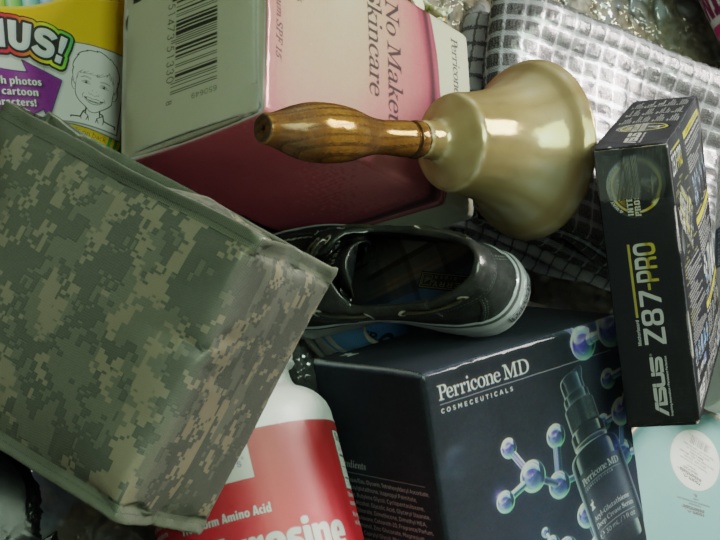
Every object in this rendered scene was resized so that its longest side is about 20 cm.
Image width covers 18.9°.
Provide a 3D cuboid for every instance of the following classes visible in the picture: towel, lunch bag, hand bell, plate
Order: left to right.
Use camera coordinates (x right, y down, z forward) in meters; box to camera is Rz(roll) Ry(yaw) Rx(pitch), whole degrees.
[{"bbox_3d":[-0.142,0.021,1.128,0.164,0.200,0.118,-63,156,2],"label":"lunch bag"},{"bbox_3d":[0.023,-0.073,1.184,0.200,0.104,0.105,2,71,-41],"label":"hand bell"},{"bbox_3d":[0.154,-0.078,1.425,0.199,0.086,0.166,18,64,-26],"label":"towel"},{"bbox_3d":[0.213,0.155,1.410,0.200,0.026,0.201,11,67,-27],"label":"plate"}]

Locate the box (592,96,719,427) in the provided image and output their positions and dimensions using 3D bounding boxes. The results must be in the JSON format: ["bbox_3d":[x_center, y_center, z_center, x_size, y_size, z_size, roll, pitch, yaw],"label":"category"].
[{"bbox_3d":[0.180,-0.010,1.280,0.200,0.049,0.162,-44,129,-72],"label":"box"}]

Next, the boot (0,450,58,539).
[{"bbox_3d":[-0.253,0.131,1.095,0.168,0.076,0.201,-36,100,-32],"label":"boot"}]

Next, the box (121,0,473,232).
[{"bbox_3d":[-0.034,-0.102,1.262,0.200,0.109,0.128,23,58,-48],"label":"box"}]

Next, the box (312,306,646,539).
[{"bbox_3d":[0.074,0.133,1.245,0.148,0.107,0.201,-15,101,-35],"label":"box"}]

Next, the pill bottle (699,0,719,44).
[{"bbox_3d":[0.298,-0.207,1.546,0.113,0.113,0.201,-22,84,-36],"label":"pill bottle"}]

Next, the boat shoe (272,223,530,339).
[{"bbox_3d":[0.000,0.000,1.232,0.057,0.199,0.069,35,61,-53],"label":"boat shoe"}]

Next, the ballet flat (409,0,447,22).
[{"bbox_3d":[-0.015,-0.212,1.379,0.200,0.064,0.076,49,31,-6],"label":"ballet flat"}]

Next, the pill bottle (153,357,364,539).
[{"bbox_3d":[-0.059,0.133,1.195,0.112,0.112,0.201,-7,76,-34],"label":"pill bottle"}]

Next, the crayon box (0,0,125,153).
[{"bbox_3d":[-0.212,-0.118,1.227,0.199,0.058,0.173,0,72,-33],"label":"crayon box"}]

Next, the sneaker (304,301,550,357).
[{"bbox_3d":[0.060,0.038,1.331,0.199,0.072,0.072,8,66,-31],"label":"sneaker"}]

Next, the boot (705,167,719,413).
[{"bbox_3d":[0.277,0.017,1.471,0.090,0.073,0.201,25,57,-23],"label":"boot"}]
